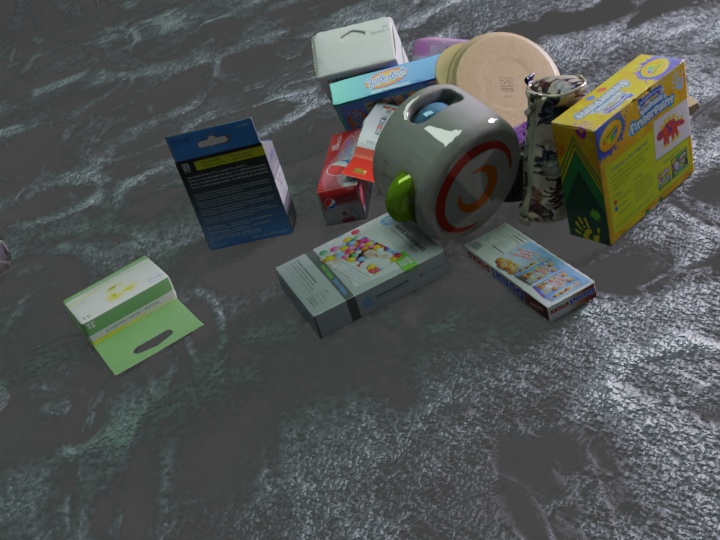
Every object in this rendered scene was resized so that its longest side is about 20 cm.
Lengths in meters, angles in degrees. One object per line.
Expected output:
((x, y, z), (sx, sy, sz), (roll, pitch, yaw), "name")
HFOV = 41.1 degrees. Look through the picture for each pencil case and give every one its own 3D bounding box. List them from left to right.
((0.251, -0.159, 1.282), (0.088, 0.203, 0.078), (-13, 32, -17), "pencil case")

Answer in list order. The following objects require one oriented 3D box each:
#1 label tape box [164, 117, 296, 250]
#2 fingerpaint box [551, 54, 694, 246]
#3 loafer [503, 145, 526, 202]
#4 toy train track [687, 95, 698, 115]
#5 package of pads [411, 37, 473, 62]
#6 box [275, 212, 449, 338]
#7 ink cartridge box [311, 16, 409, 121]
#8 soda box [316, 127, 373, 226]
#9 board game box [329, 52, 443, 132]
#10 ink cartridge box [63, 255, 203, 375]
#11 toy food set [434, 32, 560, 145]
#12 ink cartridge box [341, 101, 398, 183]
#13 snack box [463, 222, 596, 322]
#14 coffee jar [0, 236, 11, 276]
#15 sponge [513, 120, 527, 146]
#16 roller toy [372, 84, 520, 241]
((-0.194, -0.142, 1.474), (0.142, 0.203, 0.064), (-10, 31, 12), "label tape box")
((0.345, -0.160, 1.254), (0.199, 0.169, 0.073), (-37, 36, -27), "fingerpaint box")
((0.254, -0.146, 1.385), (0.196, 0.074, 0.071), (-2, 22, 20), "loafer")
((0.405, -0.196, 1.415), (0.197, 0.033, 0.115), (-25, 39, 0), "toy train track")
((0.201, -0.375, 1.722), (0.198, 0.077, 0.119), (16, 21, 42), "package of pads")
((0.000, 0.000, 1.308), (0.197, 0.042, 0.156), (-25, 32, -13), "box")
((0.011, -0.339, 1.669), (0.143, 0.200, 0.086), (-11, 71, 12), "ink cartridge box")
((-0.018, -0.153, 1.533), (0.069, 0.064, 0.201), (-10, 33, 13), "soda box")
((0.059, -0.289, 1.628), (0.196, 0.152, 0.046), (-14, 72, 6), "board game box")
((-0.330, 0.059, 1.383), (0.144, 0.049, 0.199), (-31, 31, -20), "ink cartridge box")
((0.224, -0.281, 1.514), (0.197, 0.201, 0.049), (-16, -14, -12), "toy food set")
((0.071, -0.192, 1.494), (0.159, 0.051, 0.201), (15, 32, 10), "ink cartridge box")
((0.210, -0.002, 1.216), (0.071, 0.025, 0.200), (-26, 32, -13), "snack box")
((-0.706, -0.027, 1.674), (0.198, 0.086, 0.104), (11, 44, 38), "coffee jar")
((0.301, -0.223, 1.428), (0.197, 0.030, 0.111), (-19, 1, -24), "sponge")
((0.113, -0.148, 1.303), (0.140, 0.199, 0.184), (43, 108, 36), "roller toy")
